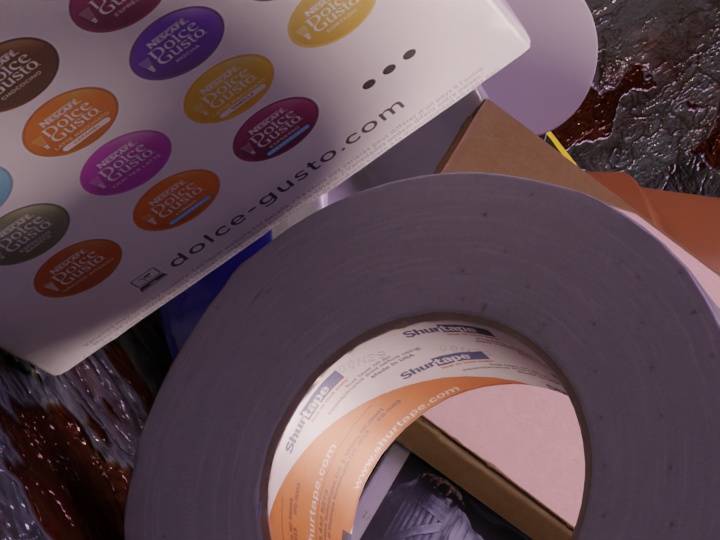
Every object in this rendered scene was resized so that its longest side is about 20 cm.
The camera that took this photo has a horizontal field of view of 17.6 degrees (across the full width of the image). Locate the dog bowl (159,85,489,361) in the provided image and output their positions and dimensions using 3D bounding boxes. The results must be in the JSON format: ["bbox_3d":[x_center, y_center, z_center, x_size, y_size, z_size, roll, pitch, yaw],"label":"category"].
[{"bbox_3d":[0.000,0.000,0.962,0.200,0.079,0.200,31,54,-56],"label":"dog bowl"}]

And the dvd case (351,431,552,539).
[{"bbox_3d":[0.063,0.115,0.846,0.150,0.025,0.200,38,36,-2],"label":"dvd case"}]

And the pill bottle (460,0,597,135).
[{"bbox_3d":[0.029,-0.110,1.119,0.112,0.112,0.200,51,-15,-24],"label":"pill bottle"}]

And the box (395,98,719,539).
[{"bbox_3d":[0.095,0.042,0.891,0.200,0.021,0.164,36,46,-4],"label":"box"}]

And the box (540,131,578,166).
[{"bbox_3d":[0.035,-0.052,1.374,0.200,0.049,0.160,11,-15,25],"label":"box"}]

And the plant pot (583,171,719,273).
[{"bbox_3d":[0.155,0.051,1.041,0.200,0.140,0.200,175,-90,-86],"label":"plant pot"}]

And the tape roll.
[{"bbox_3d":[0.030,0.073,0.709,0.200,0.200,0.066,59,9,31],"label":"tape roll"}]

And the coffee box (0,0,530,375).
[{"bbox_3d":[-0.104,-0.121,0.732,0.200,0.200,0.198,59,10,28],"label":"coffee box"}]
